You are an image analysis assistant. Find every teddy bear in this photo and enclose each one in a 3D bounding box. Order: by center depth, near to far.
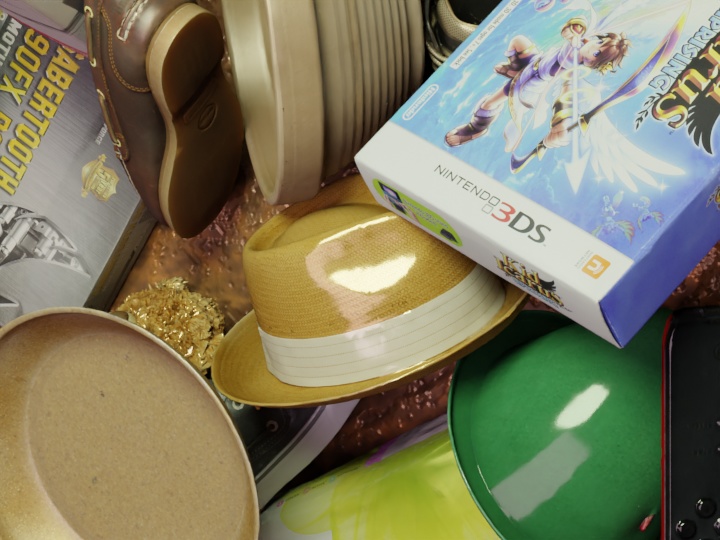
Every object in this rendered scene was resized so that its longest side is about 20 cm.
[{"bbox_3d":[-0.157,0.093,1.660,0.067,0.145,0.200,30,123,-13],"label":"teddy bear"}]

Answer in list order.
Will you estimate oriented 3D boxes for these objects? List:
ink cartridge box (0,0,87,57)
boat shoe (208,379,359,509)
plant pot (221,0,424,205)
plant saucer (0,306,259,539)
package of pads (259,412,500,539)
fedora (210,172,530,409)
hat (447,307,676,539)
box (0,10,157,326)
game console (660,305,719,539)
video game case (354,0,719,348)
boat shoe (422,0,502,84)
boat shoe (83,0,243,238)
[{"bbox_3d":[-0.153,-0.203,1.520,0.085,0.200,0.146,27,89,17],"label":"ink cartridge box"},{"bbox_3d":[-0.066,0.086,1.624,0.066,0.070,0.200,33,113,-24],"label":"boat shoe"},{"bbox_3d":[-0.020,-0.141,1.526,0.092,0.201,0.202,-9,101,-9],"label":"plant pot"},{"bbox_3d":[-0.133,0.108,1.552,0.200,0.035,0.201,13,116,27],"label":"plant saucer"},{"bbox_3d":[0.041,0.171,1.614,0.200,0.068,0.155,-29,90,28],"label":"package of pads"},{"bbox_3d":[0.000,0.000,1.518,0.200,0.201,0.082,-11,114,28],"label":"fedora"},{"bbox_3d":[0.164,0.049,1.453,0.165,0.200,0.176,38,135,-10],"label":"hat"},{"bbox_3d":[-0.192,-0.070,1.679,0.158,0.048,0.200,38,116,14],"label":"box"},{"bbox_3d":[0.251,0.101,1.454,0.199,0.031,0.178,-4,105,-13],"label":"game console"},{"bbox_3d":[0.126,-0.080,1.422,0.181,0.045,0.200,32,73,38],"label":"video game case"},{"bbox_3d":[0.060,-0.134,1.525,0.074,0.073,0.201,15,109,22],"label":"boat shoe"},{"bbox_3d":[-0.111,-0.096,1.548,0.070,0.070,0.200,30,151,20],"label":"boat shoe"}]
